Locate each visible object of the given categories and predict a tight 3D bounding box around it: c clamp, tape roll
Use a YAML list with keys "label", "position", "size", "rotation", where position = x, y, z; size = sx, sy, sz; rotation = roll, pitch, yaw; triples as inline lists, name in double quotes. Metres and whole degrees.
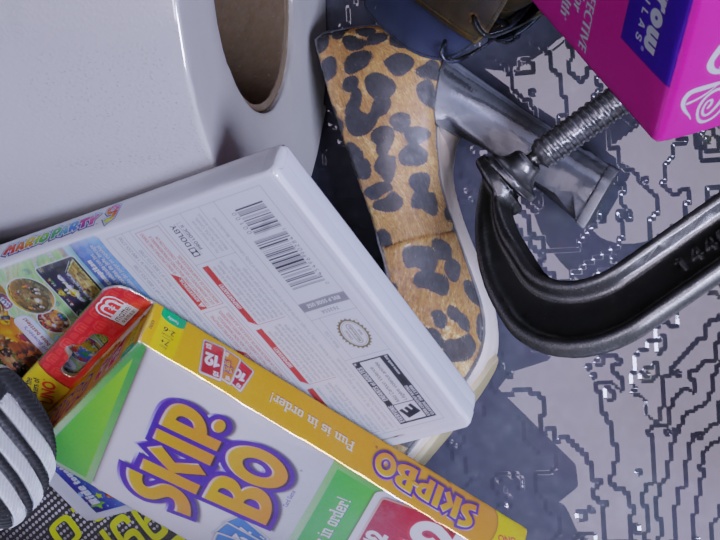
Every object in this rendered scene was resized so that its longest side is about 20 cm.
- label: "c clamp"
  position: [0.121, -0.058, 0.726]
  size: [0.200, 0.027, 0.171]
  rotation: [-39, 46, 2]
- label: "tape roll"
  position: [-0.105, -0.113, 0.747]
  size: [0.138, 0.203, 0.204]
  rotation: [-2, 94, 14]

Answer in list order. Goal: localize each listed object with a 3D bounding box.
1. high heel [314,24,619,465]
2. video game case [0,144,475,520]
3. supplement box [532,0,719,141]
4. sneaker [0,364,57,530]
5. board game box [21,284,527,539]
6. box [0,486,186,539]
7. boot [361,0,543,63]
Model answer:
- label: "high heel"
  position: [0.000, 0.000, 0.794]
  size: [0.142, 0.071, 0.200]
  rotation: [33, 90, 8]
- label: "video game case"
  position: [-0.074, 0.033, 0.733]
  size: [0.199, 0.018, 0.143]
  rotation: [-17, 127, 30]
- label: "supplement box"
  position: [0.098, -0.151, 0.631]
  size: [0.200, 0.103, 0.101]
  rotation: [54, 150, 37]
- label: "sneaker"
  position: [-0.211, 0.023, 0.707]
  size: [0.115, 0.075, 0.201]
  rotation: [-9, 118, 37]
- label: "board game box"
  position: [-0.040, 0.084, 0.744]
  size: [0.200, 0.030, 0.096]
  rotation: [34, 134, -14]
- label: "box"
  position: [-0.116, 0.123, 0.848]
  size: [0.200, 0.044, 0.160]
  rotation: [-40, 84, 14]
- label: "boot"
  position: [0.071, -0.117, 0.743]
  size: [0.200, 0.075, 0.097]
  rotation: [41, 134, 36]
